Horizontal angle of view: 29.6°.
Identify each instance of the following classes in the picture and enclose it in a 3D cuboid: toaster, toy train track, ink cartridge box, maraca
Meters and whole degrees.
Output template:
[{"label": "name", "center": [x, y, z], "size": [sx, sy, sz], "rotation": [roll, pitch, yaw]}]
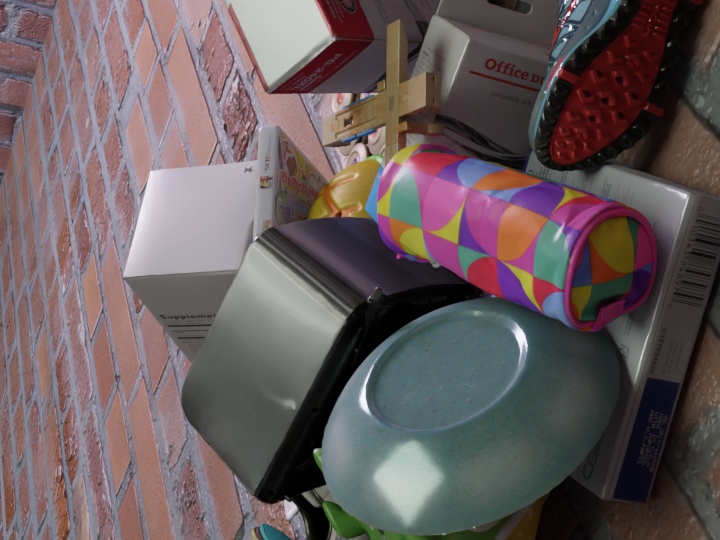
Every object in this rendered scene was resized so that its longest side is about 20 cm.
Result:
[{"label": "toaster", "center": [-0.018, 0.058, 1.026], "size": [0.118, 0.180, 0.201], "rotation": [38, 114, 24]}, {"label": "toy train track", "center": [0.020, -0.114, 0.998], "size": [0.200, 0.032, 0.116], "rotation": [173, 99, -68]}, {"label": "ink cartridge box", "center": [0.094, -0.113, 1.009], "size": [0.068, 0.115, 0.201], "rotation": [51, 126, 57]}, {"label": "ink cartridge box", "center": [0.152, 0.028, 0.916], "size": [0.200, 0.040, 0.201], "rotation": [32, 109, 63]}, {"label": "maraca", "center": [0.000, 0.000, 1.176], "size": [0.137, 0.106, 0.202], "rotation": [-176, 95, -72]}, {"label": "ink cartridge box", "center": [-0.011, -0.218, 1.068], "size": [0.083, 0.199, 0.146], "rotation": [-35, 74, 35]}]

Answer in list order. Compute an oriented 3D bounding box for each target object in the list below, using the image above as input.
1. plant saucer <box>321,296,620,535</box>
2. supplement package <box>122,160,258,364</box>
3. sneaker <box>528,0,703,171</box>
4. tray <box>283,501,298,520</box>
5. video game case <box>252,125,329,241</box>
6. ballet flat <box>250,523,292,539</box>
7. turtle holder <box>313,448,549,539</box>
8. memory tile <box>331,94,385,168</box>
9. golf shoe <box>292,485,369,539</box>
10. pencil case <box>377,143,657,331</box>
[{"label": "plant saucer", "center": [0.060, 0.074, 0.848], "size": [0.039, 0.200, 0.201], "rotation": [63, 177, -34]}, {"label": "supplement package", "center": [-0.114, 0.008, 1.259], "size": [0.200, 0.119, 0.122], "rotation": [61, -149, -51]}, {"label": "sneaker", "center": [0.170, -0.158, 0.920], "size": [0.201, 0.079, 0.095], "rotation": [-62, 19, 1]}, {"label": "tray", "center": [-0.052, 0.133, 1.334], "size": [0.108, 0.022, 0.201], "rotation": [-52, 35, 43]}, {"label": "video game case", "center": [-0.050, -0.007, 1.231], "size": [0.023, 0.200, 0.183], "rotation": [-5, 70, 18]}, {"label": "ballet flat", "center": [-0.061, 0.283, 1.228], "size": [0.200, 0.070, 0.071], "rotation": [14, 92, 62]}, {"label": "turtle holder", "center": [0.063, 0.163, 0.907], "size": [0.186, 0.131, 0.142], "rotation": [46, 158, 47]}, {"label": "memory tile", "center": [0.016, -0.153, 1.314], "size": [0.154, 0.017, 0.201], "rotation": [-57, 33, 40]}, {"label": "golf shoe", "center": [-0.013, 0.167, 1.150], "size": [0.078, 0.097, 0.201], "rotation": [138, 139, -55]}, {"label": "pencil case", "center": [0.093, -0.023, 0.868], "size": [0.200, 0.088, 0.089], "rotation": [24, 102, 52]}]
